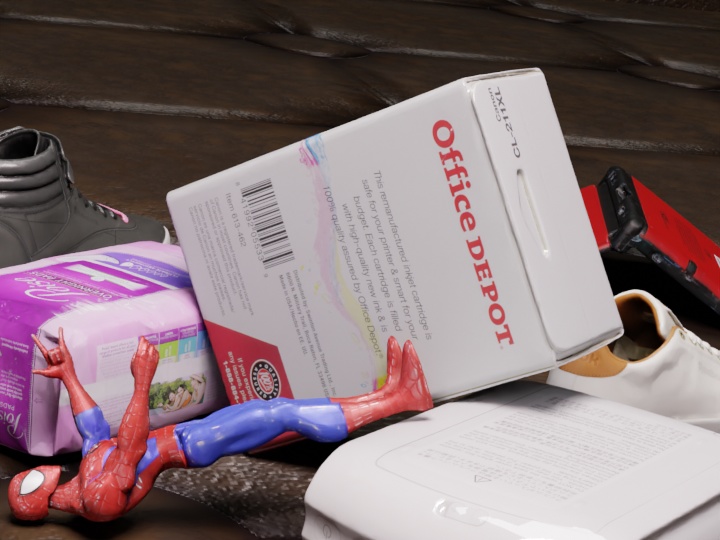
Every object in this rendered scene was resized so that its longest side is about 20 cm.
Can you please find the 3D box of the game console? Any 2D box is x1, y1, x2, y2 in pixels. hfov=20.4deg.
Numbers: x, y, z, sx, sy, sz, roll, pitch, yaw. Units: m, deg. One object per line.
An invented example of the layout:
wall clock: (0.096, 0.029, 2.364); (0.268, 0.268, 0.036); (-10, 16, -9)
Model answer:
game console: (0.185, 0.002, 1.495); (0.172, 0.119, 0.200); (38, 14, -6)

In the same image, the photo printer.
photo printer: (0.082, 0.114, 0.917); (0.166, 0.070, 0.200); (15, 17, 31)

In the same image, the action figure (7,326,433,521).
action figure: (-0.078, 0.054, 0.937); (0.200, 0.099, 0.065); (-21, 2, -9)

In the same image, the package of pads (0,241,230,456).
package of pads: (-0.139, 0.038, 1.082); (0.120, 0.076, 0.200); (14, 16, 33)

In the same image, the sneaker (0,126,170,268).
sneaker: (-0.192, -0.045, 1.318); (0.071, 0.099, 0.200); (16, 15, 34)

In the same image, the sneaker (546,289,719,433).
sneaker: (0.187, 0.054, 1.174); (0.073, 0.085, 0.200); (19, 17, 42)

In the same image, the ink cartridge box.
ink cartridge box: (0.016, -0.003, 1.023); (0.200, 0.146, 0.083); (-18, -1, 34)
